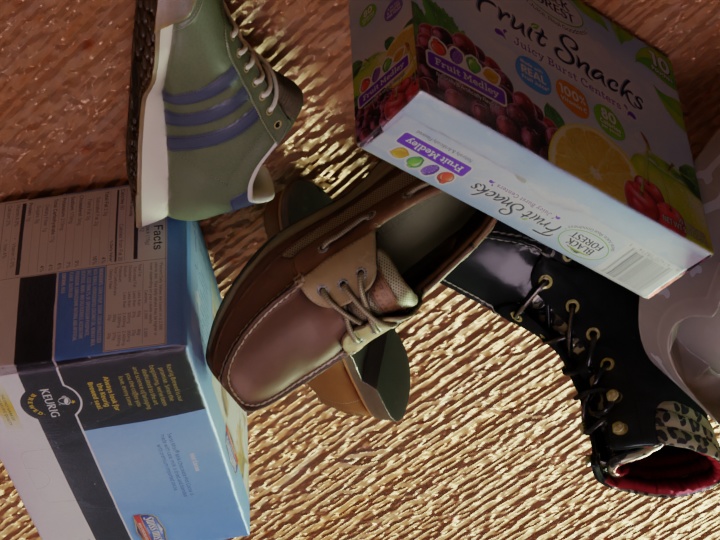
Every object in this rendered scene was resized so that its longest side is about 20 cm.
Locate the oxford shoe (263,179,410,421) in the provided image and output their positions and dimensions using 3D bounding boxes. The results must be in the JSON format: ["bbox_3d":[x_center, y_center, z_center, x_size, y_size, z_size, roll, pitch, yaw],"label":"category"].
[{"bbox_3d":[-0.029,0.025,1.026,0.071,0.072,0.201,1,137,22],"label":"oxford shoe"}]

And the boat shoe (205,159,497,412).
[{"bbox_3d":[0.000,0.000,0.925,0.200,0.074,0.076,-45,120,-6],"label":"boat shoe"}]

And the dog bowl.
[{"bbox_3d":[0.232,-0.011,0.940,0.200,0.059,0.201,-31,136,-35],"label":"dog bowl"}]

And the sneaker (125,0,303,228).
[{"bbox_3d":[-0.074,-0.102,0.879,0.089,0.067,0.201,-3,140,-14],"label":"sneaker"}]

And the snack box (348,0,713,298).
[{"bbox_3d":[0.085,-0.087,0.846,0.199,0.143,0.053,26,132,-32],"label":"snack box"}]

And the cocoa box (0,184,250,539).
[{"bbox_3d":[-0.145,0.063,1.003,0.130,0.134,0.201,-8,139,3],"label":"cocoa box"}]

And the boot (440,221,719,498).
[{"bbox_3d":[0.128,0.044,0.994,0.202,0.155,0.074,17,135,-25],"label":"boot"}]
